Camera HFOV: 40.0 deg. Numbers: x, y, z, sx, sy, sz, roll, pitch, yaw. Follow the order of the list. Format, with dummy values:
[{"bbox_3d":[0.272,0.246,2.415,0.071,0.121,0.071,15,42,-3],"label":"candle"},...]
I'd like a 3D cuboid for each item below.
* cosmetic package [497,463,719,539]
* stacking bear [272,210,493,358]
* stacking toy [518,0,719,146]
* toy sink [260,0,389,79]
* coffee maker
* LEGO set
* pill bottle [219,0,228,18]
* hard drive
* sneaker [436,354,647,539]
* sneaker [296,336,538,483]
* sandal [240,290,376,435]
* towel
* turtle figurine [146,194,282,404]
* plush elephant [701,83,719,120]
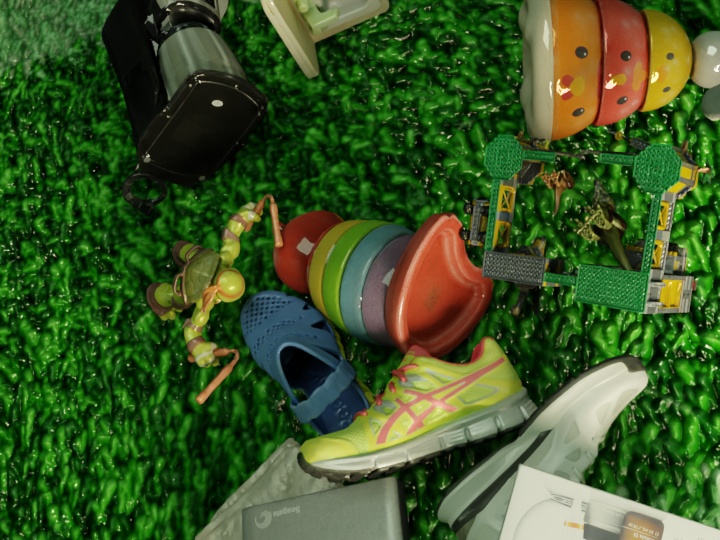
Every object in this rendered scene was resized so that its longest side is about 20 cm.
[{"bbox_3d":[0.181,0.235,0.666,0.197,0.052,0.153,15,81,15],"label":"cosmetic package"},{"bbox_3d":[0.000,0.000,0.892,0.198,0.122,0.114,20,66,42],"label":"stacking bear"},{"bbox_3d":[0.241,-0.189,0.877,0.196,0.147,0.149,-3,61,7],"label":"stacking toy"},{"bbox_3d":[-0.043,-0.337,1.076,0.110,0.131,0.203,-19,56,14],"label":"toy sink"},{"bbox_3d":[-0.215,-0.207,1.086,0.190,0.135,0.202,-31,54,8],"label":"coffee maker"},{"bbox_3d":[0.193,-0.037,0.801,0.197,0.115,0.157,0,88,38],"label":"LEGO set"},{"bbox_3d":[-0.238,-0.366,1.141,0.114,0.200,0.118,-11,58,19],"label":"pill bottle"},{"bbox_3d":[-0.023,0.271,0.757,0.137,0.033,0.203,-15,59,17],"label":"hard drive"},{"bbox_3d":[0.163,0.165,0.751,0.200,0.076,0.116,-43,62,8],"label":"sneaker"},{"bbox_3d":[0.039,0.110,0.793,0.197,0.078,0.092,-16,77,-15],"label":"sneaker"},{"bbox_3d":[-0.050,0.081,0.881,0.080,0.087,0.200,-45,52,-1],"label":"sandal"},{"bbox_3d":[-0.043,0.248,0.819,0.132,0.035,0.200,-44,56,-1],"label":"towel"},{"bbox_3d":[-0.153,0.019,0.943,0.160,0.064,0.203,1,73,57],"label":"turtle figurine"},{"bbox_3d":[0.326,-0.098,0.661,0.163,0.201,0.156,-23,39,19],"label":"plush elephant"}]
